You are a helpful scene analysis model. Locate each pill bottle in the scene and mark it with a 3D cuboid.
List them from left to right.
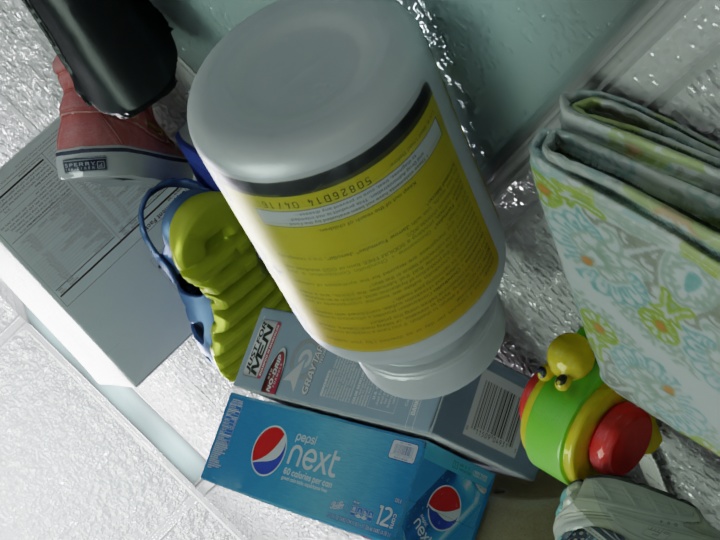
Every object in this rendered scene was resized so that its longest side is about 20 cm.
[{"bbox_3d":[0.005,-0.027,0.685,0.112,0.112,0.200,30,158,40],"label":"pill bottle"}]

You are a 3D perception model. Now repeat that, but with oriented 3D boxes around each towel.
[{"bbox_3d":[0.158,0.025,0.592,0.171,0.048,0.200,35,162,39],"label":"towel"}]

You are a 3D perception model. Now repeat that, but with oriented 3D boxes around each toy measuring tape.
[{"bbox_3d":[0.134,0.106,0.803,0.073,0.074,0.200,30,158,41],"label":"toy measuring tape"}]

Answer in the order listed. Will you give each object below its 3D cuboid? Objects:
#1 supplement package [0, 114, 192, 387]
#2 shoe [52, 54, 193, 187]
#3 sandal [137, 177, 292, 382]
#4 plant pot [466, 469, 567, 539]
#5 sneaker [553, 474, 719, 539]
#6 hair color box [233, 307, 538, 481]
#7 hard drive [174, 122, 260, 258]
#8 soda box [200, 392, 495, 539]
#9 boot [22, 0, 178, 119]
[{"bbox_3d":[-0.223,-0.022,1.217,0.200,0.147,0.191,48,163,-10],"label":"supplement package"},{"bbox_3d":[-0.168,-0.108,1.029,0.200,0.071,0.092,-9,-84,-82],"label":"shoe"},{"bbox_3d":[-0.106,0.001,1.040,0.087,0.079,0.201,37,154,36],"label":"sandal"},{"bbox_3d":[0.113,0.192,0.908,0.200,0.199,0.135,16,114,59],"label":"plant pot"},{"bbox_3d":[0.191,0.179,0.739,0.199,0.087,0.078,15,154,10],"label":"sneaker"},{"bbox_3d":[0.019,0.076,0.917,0.099,0.061,0.200,29,166,-38],"label":"hair color box"},{"bbox_3d":[-0.058,-0.015,1.049,0.132,0.025,0.200,35,161,29],"label":"hard drive"},{"bbox_3d":[-0.013,0.130,0.907,0.068,0.064,0.200,28,167,-38],"label":"soda box"},{"bbox_3d":[-0.153,-0.165,0.814,0.168,0.076,0.200,58,166,-28],"label":"boot"}]
